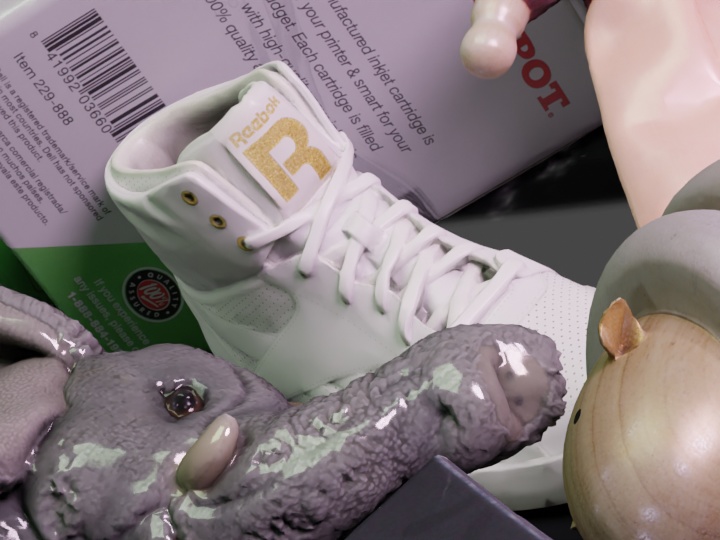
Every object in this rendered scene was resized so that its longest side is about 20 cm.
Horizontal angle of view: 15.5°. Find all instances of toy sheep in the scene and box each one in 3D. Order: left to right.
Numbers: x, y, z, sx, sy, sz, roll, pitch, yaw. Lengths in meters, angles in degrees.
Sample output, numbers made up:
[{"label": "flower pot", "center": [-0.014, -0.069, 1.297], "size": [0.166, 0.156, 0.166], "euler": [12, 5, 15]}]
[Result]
[{"label": "toy sheep", "center": [0.129, 0.021, 0.601], "size": [0.199, 0.138, 0.138], "euler": [-17, 21, -30]}]

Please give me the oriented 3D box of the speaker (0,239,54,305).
[{"label": "speaker", "center": [-0.122, -0.052, 0.979], "size": [0.088, 0.089, 0.200], "euler": [-3, 45, 42]}]

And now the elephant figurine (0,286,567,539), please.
[{"label": "elephant figurine", "center": [-0.073, 0.070, 0.631], "size": [0.155, 0.142, 0.200], "euler": [39, 66, 17]}]

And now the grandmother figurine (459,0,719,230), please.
[{"label": "grandmother figurine", "center": [0.087, -0.077, 0.765], "size": [0.121, 0.061, 0.201], "euler": [-4, 54, -10]}]

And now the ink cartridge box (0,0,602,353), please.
[{"label": "ink cartridge box", "center": [-0.033, -0.074, 0.865], "size": [0.200, 0.146, 0.084], "euler": [-30, 31, 10]}]

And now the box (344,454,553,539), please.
[{"label": "box", "center": [-0.002, 0.160, 0.545], "size": [0.200, 0.122, 0.106], "euler": [-43, 32, -9]}]

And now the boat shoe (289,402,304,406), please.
[{"label": "boat shoe", "center": [-0.077, 0.108, 0.734], "size": [0.200, 0.068, 0.072], "euler": [-31, 64, -23]}]

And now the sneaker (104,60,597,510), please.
[{"label": "sneaker", "center": [0.000, 0.000, 0.763], "size": [0.200, 0.116, 0.074], "euler": [10, 52, 48]}]
